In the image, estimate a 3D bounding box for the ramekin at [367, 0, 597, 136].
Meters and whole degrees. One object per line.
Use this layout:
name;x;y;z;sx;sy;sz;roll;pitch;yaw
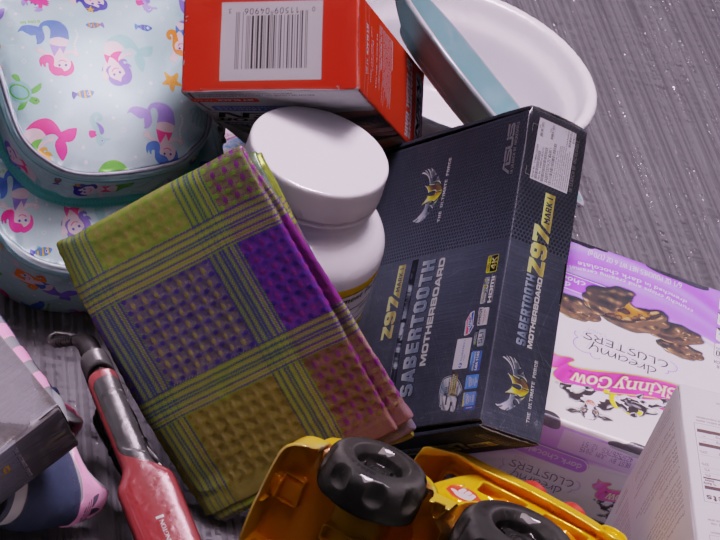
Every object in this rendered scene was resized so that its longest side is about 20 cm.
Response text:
ramekin;0.064;-0.117;1.657;0.199;0.098;0.201;13;37;-10

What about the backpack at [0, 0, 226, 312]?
backpack;-0.173;-0.079;1.436;0.177;0.151;0.201;-5;74;-21

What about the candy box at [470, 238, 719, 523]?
candy box;0.162;0.075;1.483;0.167;0.072;0.200;20;36;-2

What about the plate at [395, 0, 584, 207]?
plate;0.077;-0.114;1.488;0.200;0.026;0.200;50;10;-12

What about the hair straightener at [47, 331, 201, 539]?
hair straightener;-0.132;0.119;1.295;0.041;0.077;0.200;-27;65;-11

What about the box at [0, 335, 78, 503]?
box;-0.275;0.068;1.241;0.158;0.048;0.200;-37;60;-12

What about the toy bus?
toy bus;0.051;0.162;1.286;0.199;0.136;0.192;27;24;12

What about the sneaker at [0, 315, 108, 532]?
sneaker;-0.210;0.075;1.322;0.082;0.070;0.200;12;39;-38

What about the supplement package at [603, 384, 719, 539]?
supplement package;0.230;0.200;1.290;0.150;0.152;0.200;14;37;-9

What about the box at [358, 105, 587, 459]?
box;0.057;0.012;1.368;0.051;0.157;0.201;21;71;-30

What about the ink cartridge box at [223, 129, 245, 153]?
ink cartridge box;-0.058;-0.060;1.550;0.115;0.068;0.200;-3;43;-26

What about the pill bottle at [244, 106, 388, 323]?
pill bottle;-0.051;0.005;1.361;0.112;0.201;0.113;13;37;-10

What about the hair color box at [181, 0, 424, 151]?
hair color box;-0.031;-0.117;1.405;0.110;0.064;0.200;0;-8;13

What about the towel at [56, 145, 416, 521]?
towel;-0.072;0.041;1.295;0.201;0.143;0.023;60;17;-13
